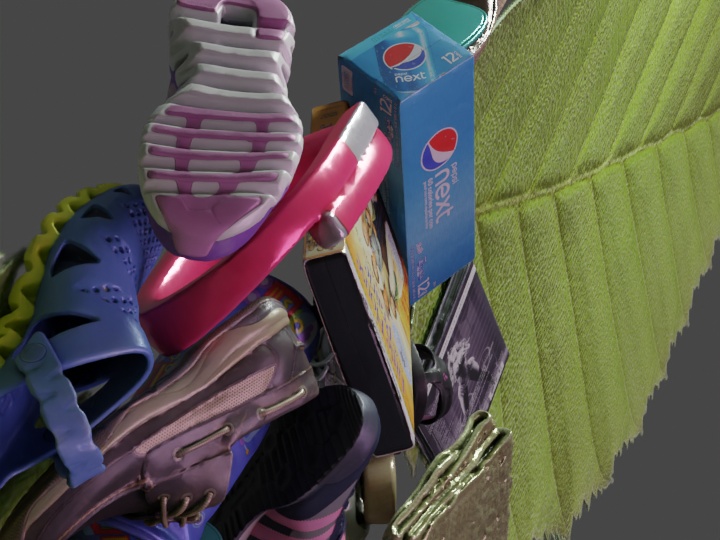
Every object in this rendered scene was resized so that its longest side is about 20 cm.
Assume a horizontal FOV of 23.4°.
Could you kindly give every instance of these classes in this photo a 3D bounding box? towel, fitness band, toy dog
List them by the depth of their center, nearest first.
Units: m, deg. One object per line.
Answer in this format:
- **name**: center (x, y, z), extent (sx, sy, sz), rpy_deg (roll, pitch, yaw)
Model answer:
- **fitness band**: center (-0.053, -0.025, 0.957), extent (0.037, 0.143, 0.200), rpy_deg (50, 32, -13)
- **toy dog**: center (-0.022, 0.204, 1.206), extent (0.097, 0.131, 0.201), rpy_deg (-87, 161, -45)
- **towel**: center (0.059, 0.209, 1.218), extent (0.148, 0.036, 0.201), rpy_deg (-42, 141, -42)

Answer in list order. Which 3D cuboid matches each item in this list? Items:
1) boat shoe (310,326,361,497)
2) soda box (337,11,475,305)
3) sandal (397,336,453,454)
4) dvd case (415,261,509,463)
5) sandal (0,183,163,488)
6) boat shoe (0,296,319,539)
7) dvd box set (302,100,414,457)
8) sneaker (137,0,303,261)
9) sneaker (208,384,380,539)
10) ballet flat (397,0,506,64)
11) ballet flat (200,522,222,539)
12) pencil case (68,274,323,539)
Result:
- **boat shoe**: center (-0.016, 0.094, 1.215), extent (0.075, 0.064, 0.203), rpy_deg (-96, -178, -51)
- **soda box**: center (0.034, -0.073, 1.198), extent (0.068, 0.064, 0.201), rpy_deg (-34, 145, -24)
- **sandal**: center (0.036, 0.085, 1.267), extent (0.201, 0.048, 0.076), rpy_deg (112, -33, -74)
- **dvd case**: center (0.086, 0.097, 1.538), extent (0.200, 0.016, 0.149), rpy_deg (62, 46, -60)
- **sandal**: center (-0.136, 0.038, 0.853), extent (0.080, 0.087, 0.201), rpy_deg (74, 32, -46)
- **boat shoe**: center (-0.097, 0.095, 0.898), extent (0.200, 0.073, 0.074), rpy_deg (-40, -178, -23)
- **dvd box set**: center (0.000, 0.000, 1.094), extent (0.200, 0.029, 0.147), rpy_deg (-89, 162, -60)
- **sneaker**: center (-0.074, -0.064, 0.916), extent (0.201, 0.080, 0.089), rpy_deg (-88, -171, -50)
- **sneaker**: center (-0.032, 0.140, 1.059), extent (0.200, 0.082, 0.070), rpy_deg (-46, -143, 38)
- **ballet flat**: center (0.072, -0.179, 1.282), extent (0.067, 0.068, 0.200), rpy_deg (90, 25, -45)
- **ballet flat**: center (-0.146, 0.214, 0.987), extent (0.200, 0.069, 0.063), rpy_deg (-46, 171, -48)
- **pencil case**: center (-0.093, 0.089, 0.996), extent (0.087, 0.078, 0.201), rpy_deg (47, 53, -25)
